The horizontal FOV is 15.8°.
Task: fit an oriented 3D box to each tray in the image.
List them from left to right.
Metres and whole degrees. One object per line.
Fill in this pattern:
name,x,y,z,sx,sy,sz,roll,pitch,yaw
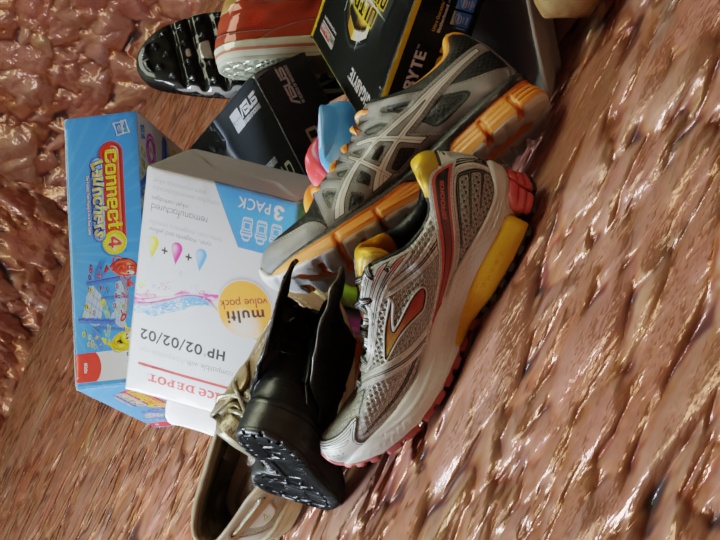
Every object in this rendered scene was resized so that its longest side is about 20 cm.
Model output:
tray,0.088,-0.148,1.644,0.200,0.022,0.108,166,94,-77

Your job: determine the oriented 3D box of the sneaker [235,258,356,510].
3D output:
sneaker,-0.031,0.072,1.564,0.200,0.060,0.105,72,-145,-70

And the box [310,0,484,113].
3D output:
box,0.030,-0.186,1.650,0.200,0.049,0.160,-116,45,-64

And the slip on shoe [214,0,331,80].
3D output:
slip on shoe,-0.003,-0.173,1.805,0.074,0.199,0.061,99,166,-77

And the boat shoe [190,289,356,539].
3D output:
boat shoe,-0.060,0.097,1.658,0.065,0.072,0.201,-14,-45,-42

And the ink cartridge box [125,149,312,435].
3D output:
ink cartridge box,-0.088,0.031,1.740,0.068,0.115,0.201,-30,-50,-62

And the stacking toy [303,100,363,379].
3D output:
stacking toy,0.000,0.000,1.668,0.116,0.109,0.201,-95,20,-63

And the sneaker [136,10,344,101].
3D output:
sneaker,-0.064,-0.146,1.884,0.091,0.199,0.067,106,152,-63

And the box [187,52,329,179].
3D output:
box,-0.050,-0.045,1.833,0.043,0.161,0.200,-25,-5,-23

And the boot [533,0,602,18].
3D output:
boot,0.157,-0.213,1.461,0.200,0.066,0.175,-55,2,38

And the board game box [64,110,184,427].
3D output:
board game box,-0.157,0.004,1.905,0.200,0.056,0.197,41,-137,-74

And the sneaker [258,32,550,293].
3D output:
sneaker,0.017,-0.060,1.547,0.200,0.077,0.078,-38,-18,0

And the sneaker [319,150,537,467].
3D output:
sneaker,0.023,0.020,1.498,0.201,0.082,0.078,-64,11,10
